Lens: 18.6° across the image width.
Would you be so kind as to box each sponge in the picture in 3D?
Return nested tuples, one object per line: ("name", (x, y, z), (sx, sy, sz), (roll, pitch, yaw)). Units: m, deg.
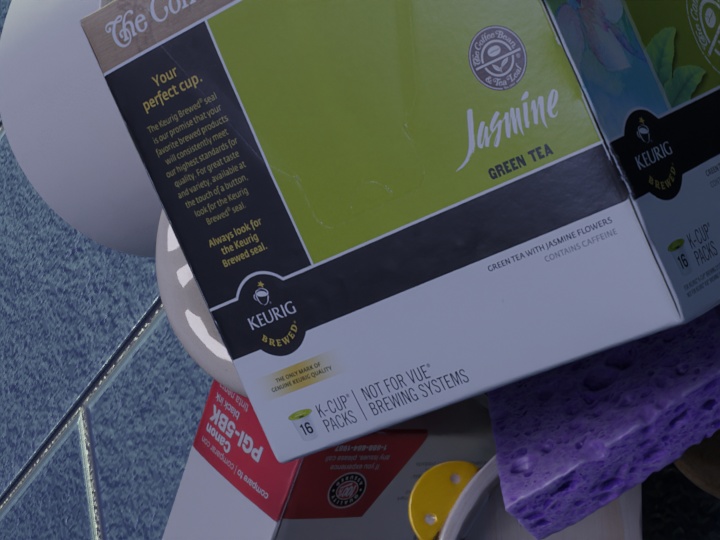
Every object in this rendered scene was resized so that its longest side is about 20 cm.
("sponge", (0.100, 0.014, 0.936), (0.111, 0.030, 0.200), (-36, 31, 20))

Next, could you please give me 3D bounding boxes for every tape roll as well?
("tape roll", (-0.096, -0.119, 1.298), (0.139, 0.202, 0.203), (-18, 62, 53))

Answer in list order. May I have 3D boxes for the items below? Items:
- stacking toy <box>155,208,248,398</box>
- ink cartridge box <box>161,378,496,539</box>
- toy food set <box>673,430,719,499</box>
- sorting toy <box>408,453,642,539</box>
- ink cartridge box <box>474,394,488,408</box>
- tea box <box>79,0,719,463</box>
("stacking toy", (0.000, 0.000, 1.082), (0.146, 0.200, 0.147), (-3, 82, 19))
("ink cartridge box", (-0.025, 0.151, 1.095), (0.083, 0.147, 0.200), (35, 112, 43))
("toy food set", (0.188, 0.003, 0.939), (0.200, 0.049, 0.198), (-41, 44, 43))
("sorting toy", (0.068, 0.169, 1.005), (0.180, 0.107, 0.201), (104, 167, -76))
("ink cartridge box", (0.088, -0.022, 1.130), (0.161, 0.050, 0.200), (-127, 40, -53))
("tea box", (0.034, -0.058, 0.845), (0.200, 0.134, 0.197), (-22, 94, 38))
